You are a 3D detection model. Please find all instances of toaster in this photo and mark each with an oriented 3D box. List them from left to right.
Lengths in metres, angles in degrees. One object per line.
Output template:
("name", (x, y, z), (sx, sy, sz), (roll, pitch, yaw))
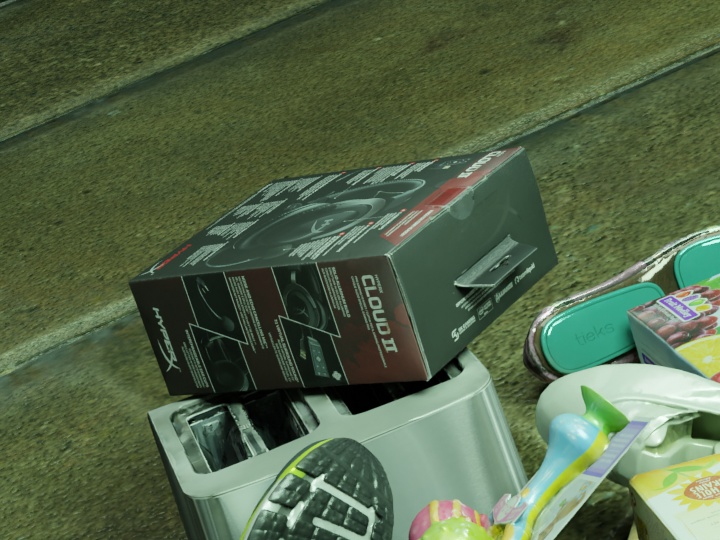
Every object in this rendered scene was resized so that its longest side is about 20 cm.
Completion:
("toaster", (-0.010, 0.119, 1.260), (0.181, 0.119, 0.200), (-21, 20, -6))

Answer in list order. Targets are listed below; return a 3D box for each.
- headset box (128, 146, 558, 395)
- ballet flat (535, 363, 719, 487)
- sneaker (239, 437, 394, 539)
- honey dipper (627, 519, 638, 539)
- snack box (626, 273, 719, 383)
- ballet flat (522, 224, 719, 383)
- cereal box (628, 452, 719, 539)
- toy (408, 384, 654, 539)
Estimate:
("headset box", (0.000, 0.000, 1.277), (0.200, 0.077, 0.149), (-5, 22, 36))
("ballet flat", (0.177, 0.092, 1.190), (0.200, 0.070, 0.069), (9, 30, 21))
("sneaker", (-0.053, 0.169, 1.130), (0.200, 0.074, 0.081), (-61, 20, -8))
("honey dipper", (0.140, 0.147, 1.185), (0.038, 0.038, 0.200), (-11, 17, 20))
("snack box", (0.252, 0.046, 1.319), (0.142, 0.053, 0.200), (-20, 20, -8))
("ballet flat", (0.190, 0.019, 1.443), (0.200, 0.069, 0.071), (-21, 0, -8))
("cereal box", (0.216, 0.124, 1.035), (0.144, 0.040, 0.200), (-13, 18, -6))
("toy", (0.051, 0.131, 1.129), (0.200, 0.047, 0.115), (-44, 4, -7))
